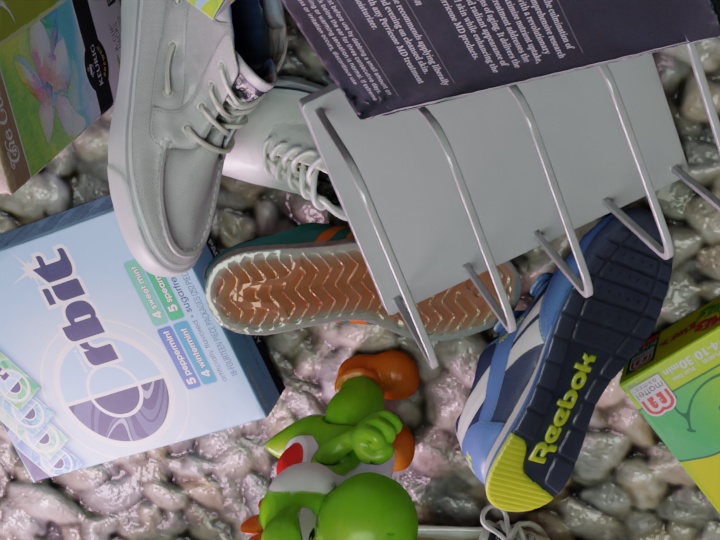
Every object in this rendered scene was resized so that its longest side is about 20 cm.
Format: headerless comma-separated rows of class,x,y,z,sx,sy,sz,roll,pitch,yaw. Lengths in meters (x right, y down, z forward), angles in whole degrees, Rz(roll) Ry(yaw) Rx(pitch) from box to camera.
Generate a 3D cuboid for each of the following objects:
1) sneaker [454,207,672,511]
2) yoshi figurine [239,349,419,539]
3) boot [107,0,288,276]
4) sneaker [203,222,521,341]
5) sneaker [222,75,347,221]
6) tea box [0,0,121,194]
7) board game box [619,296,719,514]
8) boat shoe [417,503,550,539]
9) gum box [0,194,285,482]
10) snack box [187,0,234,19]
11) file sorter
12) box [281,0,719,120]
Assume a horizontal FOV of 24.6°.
sneaker,0.118,0.045,1.018,0.073,0.082,0.201,25,100,-30
yoshi figurine,0.004,0.133,1.026,0.112,0.200,0.112,45,119,-7
boot,-0.092,-0.099,0.972,0.095,0.073,0.203,-3,88,40
sneaker,0.000,0.000,1.044,0.197,0.080,0.072,1,106,-6
sneaker,-0.022,-0.071,1.008,0.197,0.071,0.074,9,118,13
tea box,-0.243,-0.164,0.959,0.132,0.197,0.202,-5,114,19
board game box,0.261,0.112,1.024,0.101,0.048,0.201,-34,102,28
boat shoe,0.094,0.195,1.099,0.200,0.075,0.087,5,134,22
gum box,-0.175,0.043,1.127,0.198,0.045,0.171,-16,110,24
snack box,-0.119,-0.241,0.899,0.199,0.169,0.068,34,121,-1
file sorter,0.091,-0.057,0.902,0.198,0.125,0.140,-25,114,-3
box,0.070,-0.205,0.827,0.194,0.202,0.124,-10,146,20
